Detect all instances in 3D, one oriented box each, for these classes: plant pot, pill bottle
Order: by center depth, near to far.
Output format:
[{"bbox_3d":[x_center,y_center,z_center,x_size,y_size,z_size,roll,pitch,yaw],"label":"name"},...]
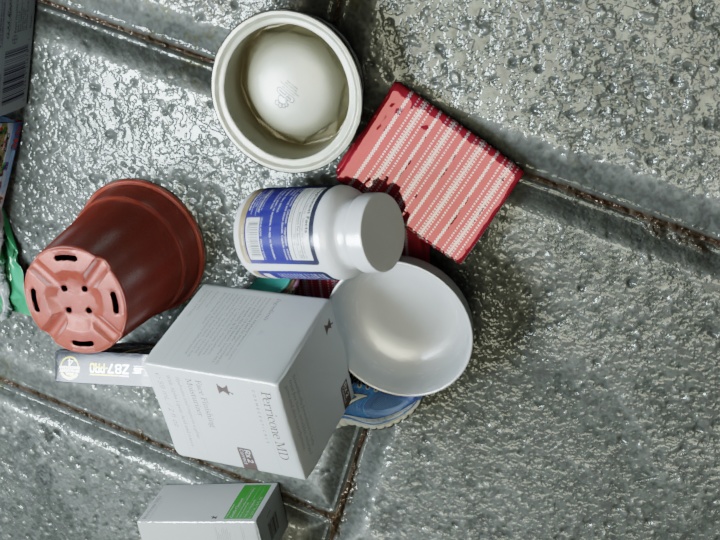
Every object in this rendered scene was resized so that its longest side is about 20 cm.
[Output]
[{"bbox_3d":[-0.051,-0.046,1.275,0.198,0.115,0.117,2,114,36],"label":"pill bottle"},{"bbox_3d":[-0.338,0.002,1.386,0.198,0.195,0.204,6,113,14],"label":"plant pot"}]

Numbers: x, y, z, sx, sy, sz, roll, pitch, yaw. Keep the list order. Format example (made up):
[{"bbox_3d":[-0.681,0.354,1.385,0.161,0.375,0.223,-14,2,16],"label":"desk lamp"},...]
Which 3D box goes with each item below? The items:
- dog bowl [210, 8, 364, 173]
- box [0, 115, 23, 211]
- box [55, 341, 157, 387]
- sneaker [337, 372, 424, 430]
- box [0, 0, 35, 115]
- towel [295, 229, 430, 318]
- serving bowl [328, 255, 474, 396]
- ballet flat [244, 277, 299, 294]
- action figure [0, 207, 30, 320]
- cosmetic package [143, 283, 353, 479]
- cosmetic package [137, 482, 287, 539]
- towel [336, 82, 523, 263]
[{"bbox_3d":[-0.082,-0.229,1.283,0.197,0.074,0.203,6,114,13],"label":"dog bowl"},{"bbox_3d":[-0.529,-0.110,1.402,0.037,0.137,0.203,19,101,3],"label":"box"},{"bbox_3d":[-0.302,0.128,1.428,0.159,0.200,0.050,0,89,14],"label":"box"},{"bbox_3d":[-0.002,0.166,1.422,0.197,0.079,0.090,-10,111,20],"label":"sneaker"},{"bbox_3d":[-0.547,-0.322,1.364,0.197,0.105,0.186,19,115,9],"label":"box"},{"bbox_3d":[0.000,0.000,1.383,0.197,0.023,0.147,0,114,18],"label":"towel"},{"bbox_3d":[0.057,0.064,1.343,0.197,0.066,0.203,8,119,15],"label":"serving bowl"},{"bbox_3d":[-0.149,0.054,1.431,0.198,0.070,0.071,-23,125,29],"label":"ballet flat"},{"bbox_3d":[-0.549,-0.029,1.518,0.116,0.055,0.203,3,109,18],"label":"action figure"},{"bbox_3d":[-0.137,0.139,1.326,0.197,0.166,0.167,6,129,25],"label":"cosmetic package"},{"bbox_3d":[-0.223,0.386,1.563,0.197,0.108,0.086,-4,111,16],"label":"cosmetic package"},{"bbox_3d":[0.084,-0.122,1.286,0.199,0.022,0.145,35,103,-1],"label":"towel"}]
